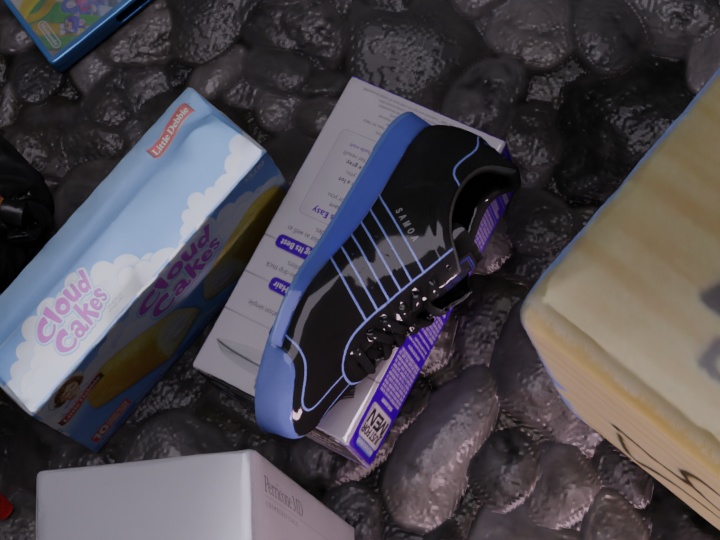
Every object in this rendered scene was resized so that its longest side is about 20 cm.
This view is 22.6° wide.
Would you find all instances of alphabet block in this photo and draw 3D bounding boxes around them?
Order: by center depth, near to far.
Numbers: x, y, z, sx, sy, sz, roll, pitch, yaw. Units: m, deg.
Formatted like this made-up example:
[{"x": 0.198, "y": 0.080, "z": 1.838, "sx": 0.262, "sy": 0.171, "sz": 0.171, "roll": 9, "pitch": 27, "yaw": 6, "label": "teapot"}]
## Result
[{"x": 0.226, "y": 0.034, "z": 0.920, "sx": 0.200, "sy": 0.195, "sz": 0.197, "roll": 39, "pitch": 86, "yaw": 22, "label": "alphabet block"}]

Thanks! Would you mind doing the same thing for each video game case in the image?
[{"x": -0.164, "y": -0.245, "z": 1.215, "sx": 0.200, "sy": 0.018, "sz": 0.143, "roll": -39, "pitch": 66, "yaw": -1, "label": "video game case"}]

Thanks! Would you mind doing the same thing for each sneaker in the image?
[{"x": 0.015, "y": 0.009, "z": 0.984, "sx": 0.077, "sy": 0.070, "sz": 0.201, "roll": 23, "pitch": 78, "yaw": 24, "label": "sneaker"}]

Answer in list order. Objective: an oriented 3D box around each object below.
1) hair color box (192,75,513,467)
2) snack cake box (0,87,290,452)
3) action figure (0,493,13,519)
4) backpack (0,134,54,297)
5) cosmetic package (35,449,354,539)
[{"x": 0.000, "y": 0.000, "z": 1.062, "sx": 0.109, "sy": 0.065, "sz": 0.201, "roll": 25, "pitch": 78, "yaw": 21, "label": "hair color box"}, {"x": -0.130, "y": 0.002, "z": 1.064, "sx": 0.067, "sy": 0.115, "sz": 0.200, "roll": 39, "pitch": 85, "yaw": 17, "label": "snack cake box"}, {"x": -0.302, "y": 0.099, "z": 1.118, "sx": 0.200, "sy": 0.052, "sz": 0.066, "roll": 37, "pitch": 86, "yaw": 25, "label": "action figure"}, {"x": -0.280, "y": 0.015, "z": 1.043, "sx": 0.126, "sy": 0.167, "sz": 0.200, "roll": 40, "pitch": 62, "yaw": 11, "label": "backpack"}, {"x": -0.076, "y": 0.215, "z": 0.931, "sx": 0.122, "sy": 0.199, "sz": 0.202, "roll": -9, "pitch": 69, "yaw": 12, "label": "cosmetic package"}]
